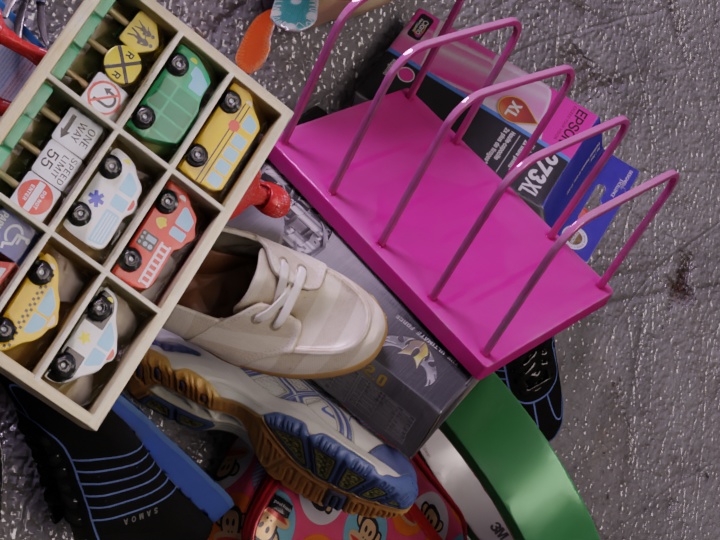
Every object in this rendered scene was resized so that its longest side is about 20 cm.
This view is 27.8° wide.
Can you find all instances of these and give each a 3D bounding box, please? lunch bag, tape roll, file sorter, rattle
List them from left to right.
[{"bbox_3d":[-0.020,-0.229,0.950,0.199,0.130,0.144,-25,104,-22],"label":"rattle"},{"bbox_3d":[-0.011,0.169,0.981,0.201,0.081,0.177,53,51,-32],"label":"lunch bag"},{"bbox_3d":[0.070,-0.067,0.875,0.138,0.200,0.126,-24,153,-44],"label":"file sorter"},{"bbox_3d":[0.087,0.136,0.991,0.048,0.200,0.202,-33,118,-11],"label":"tape roll"}]

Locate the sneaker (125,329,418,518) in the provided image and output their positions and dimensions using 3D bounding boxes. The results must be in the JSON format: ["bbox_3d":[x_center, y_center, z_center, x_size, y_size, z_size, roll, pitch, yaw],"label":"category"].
[{"bbox_3d":[-0.043,0.071,0.881,0.199,0.075,0.088,31,53,1],"label":"sneaker"}]

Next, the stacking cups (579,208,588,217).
[{"bbox_3d":[0.124,0.029,1.137,0.061,0.060,0.201,54,50,-32],"label":"stacking cups"}]

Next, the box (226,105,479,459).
[{"bbox_3d":[0.000,0.000,0.900,0.199,0.049,0.158,38,41,10],"label":"box"}]

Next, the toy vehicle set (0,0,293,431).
[{"bbox_3d":[-0.135,-0.037,0.746,0.124,0.026,0.201,36,73,-18],"label":"toy vehicle set"}]

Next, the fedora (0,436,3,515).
[{"bbox_3d":[-0.241,0.097,0.720,0.199,0.091,0.203,-2,93,-47],"label":"fedora"}]

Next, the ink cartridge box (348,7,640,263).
[{"bbox_3d":[0.098,-0.096,1.024,0.199,0.037,0.095,33,60,4],"label":"ink cartridge box"}]

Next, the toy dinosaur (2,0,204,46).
[{"bbox_3d":[-0.129,-0.213,0.836,0.182,0.104,0.201,78,19,-50],"label":"toy dinosaur"}]

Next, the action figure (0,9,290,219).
[{"bbox_3d":[-0.128,-0.085,0.826,0.199,0.099,0.066,27,103,-23],"label":"action figure"}]

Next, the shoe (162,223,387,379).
[{"bbox_3d":[-0.081,0.010,0.801,0.053,0.198,0.071,100,7,-80],"label":"shoe"}]

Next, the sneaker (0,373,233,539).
[{"bbox_3d":[-0.150,0.109,0.815,0.078,0.070,0.200,-50,129,-13],"label":"sneaker"}]

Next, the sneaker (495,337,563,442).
[{"bbox_3d":[0.102,0.044,1.009,0.070,0.078,0.201,-35,113,-19],"label":"sneaker"}]

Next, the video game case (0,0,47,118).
[{"bbox_3d":[-0.189,-0.039,0.826,0.200,0.018,0.144,49,57,-35],"label":"video game case"}]
